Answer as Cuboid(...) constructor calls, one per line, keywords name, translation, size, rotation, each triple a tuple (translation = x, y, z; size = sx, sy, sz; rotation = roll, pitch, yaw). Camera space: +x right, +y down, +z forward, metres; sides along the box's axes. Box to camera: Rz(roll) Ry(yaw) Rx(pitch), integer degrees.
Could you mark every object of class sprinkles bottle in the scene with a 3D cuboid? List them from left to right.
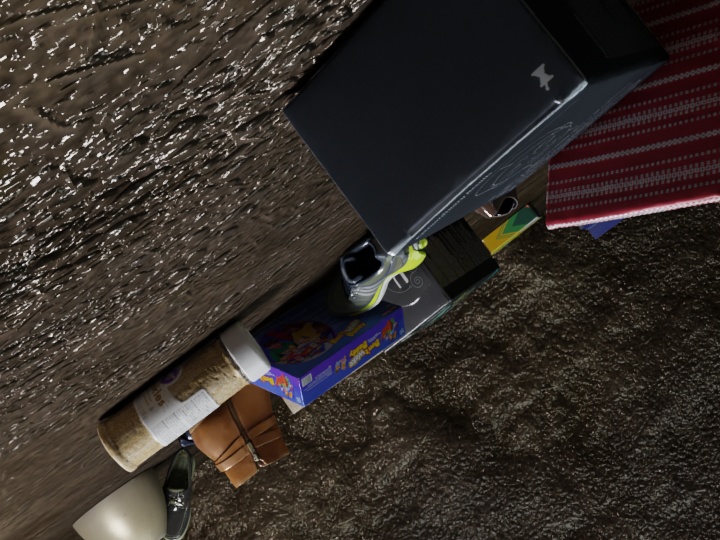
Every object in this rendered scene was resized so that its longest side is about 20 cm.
Cuboid(name="sprinkles bottle", translation=(-0.198, 0.142, 1.110), size=(0.199, 0.068, 0.068), rotation=(-37, 174, -4))

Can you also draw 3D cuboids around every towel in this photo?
Cuboid(name="towel", translation=(0.189, -0.131, 0.653), size=(0.022, 0.202, 0.144), rotation=(18, 162, -39))

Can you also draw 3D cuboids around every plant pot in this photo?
Cuboid(name="plant pot", translation=(-0.489, 0.536, 2.088), size=(0.200, 0.135, 0.200), rotation=(-37, 174, -4))

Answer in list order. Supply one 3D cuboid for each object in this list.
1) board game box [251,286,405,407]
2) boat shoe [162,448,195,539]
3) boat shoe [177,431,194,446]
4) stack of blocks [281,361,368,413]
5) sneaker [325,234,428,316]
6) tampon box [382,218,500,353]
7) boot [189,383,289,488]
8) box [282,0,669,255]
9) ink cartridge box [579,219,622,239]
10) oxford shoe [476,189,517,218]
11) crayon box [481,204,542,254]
Cuboid(name="board game box", translation=(-0.055, 0.094, 1.313), size=(0.134, 0.045, 0.200), rotation=(17, -143, 41))
Cuboid(name="boat shoe", translation=(-0.408, 0.492, 2.166), size=(0.071, 0.202, 0.066), rotation=(4, 153, 3))
Cuboid(name="boat shoe", translation=(-0.253, 0.238, 1.597), size=(0.092, 0.075, 0.200), rotation=(-3, -178, -10))
Cuboid(name="stack of blocks", translation=(-0.052, 0.116, 1.526), size=(0.199, 0.115, 0.059), rotation=(-33, 173, -24))
Cuboid(name="sneaker", translation=(0.000, 0.000, 1.245), size=(0.081, 0.074, 0.200), rotation=(-13, 157, -39))
Cuboid(name="tampon box", translation=(0.093, 0.011, 1.503), size=(0.150, 0.127, 0.200), rotation=(-41, 172, 32))
Cuboid(name="boot", translation=(-0.142, 0.190, 1.369), size=(0.199, 0.156, 0.077), rotation=(-35, 173, -19))
Cuboid(name="box", translation=(0.077, -0.113, 0.588), size=(0.148, 0.107, 0.200), rotation=(-41, 174, 31))
Cuboid(name="ink cartridge box", translation=(0.738, -0.221, 3.076), size=(0.198, 0.200, 0.047), rotation=(-42, 172, 40))
Cuboid(name="oxford shoe", translation=(0.195, -0.111, 1.420), size=(0.071, 0.073, 0.200), rotation=(-40, 173, 28))
Cuboid(name="crayon box", translation=(0.424, -0.111, 2.822), size=(0.200, 0.051, 0.127), rotation=(-39, 173, 14))
